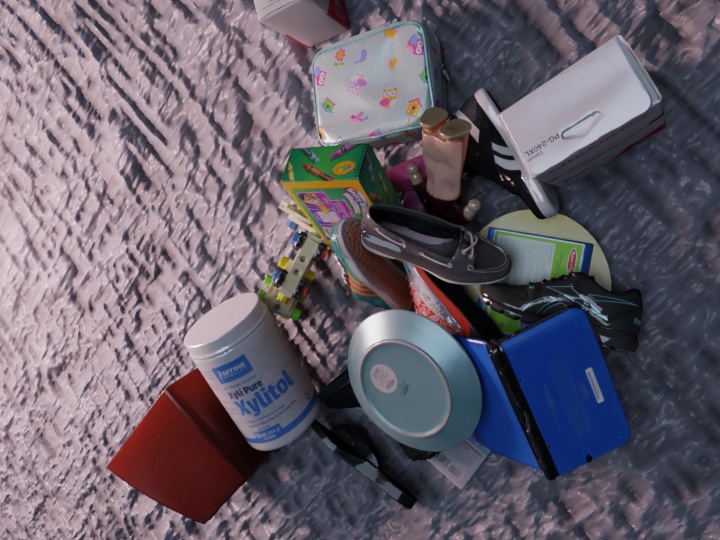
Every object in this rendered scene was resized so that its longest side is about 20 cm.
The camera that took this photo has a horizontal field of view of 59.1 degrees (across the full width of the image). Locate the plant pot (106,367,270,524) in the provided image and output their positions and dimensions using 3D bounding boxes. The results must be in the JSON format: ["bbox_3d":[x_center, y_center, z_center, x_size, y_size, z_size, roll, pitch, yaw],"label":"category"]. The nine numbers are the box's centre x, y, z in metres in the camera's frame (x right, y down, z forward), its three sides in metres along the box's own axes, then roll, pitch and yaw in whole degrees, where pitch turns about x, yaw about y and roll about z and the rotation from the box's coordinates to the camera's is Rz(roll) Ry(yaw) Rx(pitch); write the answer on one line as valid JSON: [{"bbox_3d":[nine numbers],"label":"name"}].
[{"bbox_3d":[-0.248,0.280,1.034,0.176,0.200,0.200,44,111,6],"label":"plant pot"}]

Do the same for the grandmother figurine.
[{"bbox_3d":[0.112,-0.105,0.839,0.121,0.060,0.202,47,153,39],"label":"grandmother figurine"}]

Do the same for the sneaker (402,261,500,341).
[{"bbox_3d":[0.089,0.048,0.861,0.202,0.067,0.108,52,128,8],"label":"sneaker"}]

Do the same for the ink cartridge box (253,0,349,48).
[{"bbox_3d":[-0.101,-0.452,0.929,0.085,0.147,0.203,-18,84,26],"label":"ink cartridge box"}]

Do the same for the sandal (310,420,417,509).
[{"bbox_3d":[0.008,0.280,0.967,0.199,0.075,0.048,35,82,14],"label":"sandal"}]

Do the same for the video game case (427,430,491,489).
[{"bbox_3d":[0.120,0.180,0.919,0.199,0.024,0.184,38,109,22],"label":"video game case"}]

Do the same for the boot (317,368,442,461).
[{"bbox_3d":[0.040,0.198,0.910,0.163,0.073,0.198,53,130,3],"label":"boot"}]

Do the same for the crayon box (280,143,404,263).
[{"bbox_3d":[-0.010,-0.085,0.875,0.117,0.200,0.059,2,60,27],"label":"crayon box"}]

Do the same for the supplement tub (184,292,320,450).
[{"bbox_3d":[-0.156,0.151,0.943,0.130,0.132,0.202,-17,115,27],"label":"supplement tub"}]

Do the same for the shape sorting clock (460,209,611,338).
[{"bbox_3d":[0.228,0.021,0.842,0.197,0.039,0.204,4,99,25],"label":"shape sorting clock"}]

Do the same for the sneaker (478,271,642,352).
[{"bbox_3d":[0.246,0.038,0.785,0.197,0.075,0.081,16,90,16],"label":"sneaker"}]

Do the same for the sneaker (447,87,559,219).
[{"bbox_3d":[0.174,-0.131,0.847,0.111,0.073,0.202,-37,65,28],"label":"sneaker"}]

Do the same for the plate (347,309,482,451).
[{"bbox_3d":[0.060,0.148,0.814,0.198,0.025,0.203,15,118,29],"label":"plate"}]

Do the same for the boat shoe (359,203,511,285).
[{"bbox_3d":[0.093,-0.034,0.787,0.197,0.057,0.068,15,58,6],"label":"boat shoe"}]

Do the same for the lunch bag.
[{"bbox_3d":[0.029,-0.263,0.911,0.197,0.077,0.163,-6,89,28],"label":"lunch bag"}]

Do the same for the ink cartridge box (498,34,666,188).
[{"bbox_3d":[0.259,-0.170,0.724,0.144,0.199,0.084,-31,79,25],"label":"ink cartridge box"}]

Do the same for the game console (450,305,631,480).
[{"bbox_3d":[0.211,0.142,0.793,0.169,0.119,0.202,-26,109,3],"label":"game console"}]

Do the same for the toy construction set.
[{"bbox_3d":[-0.101,-0.011,0.981,0.091,0.131,0.203,14,95,-6],"label":"toy construction set"}]

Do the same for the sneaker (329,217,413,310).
[{"bbox_3d":[0.000,0.000,0.884,0.079,0.200,0.072,-2,57,32],"label":"sneaker"}]

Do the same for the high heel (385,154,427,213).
[{"bbox_3d":[0.019,-0.144,0.923,0.197,0.067,0.098,17,111,21],"label":"high heel"}]
